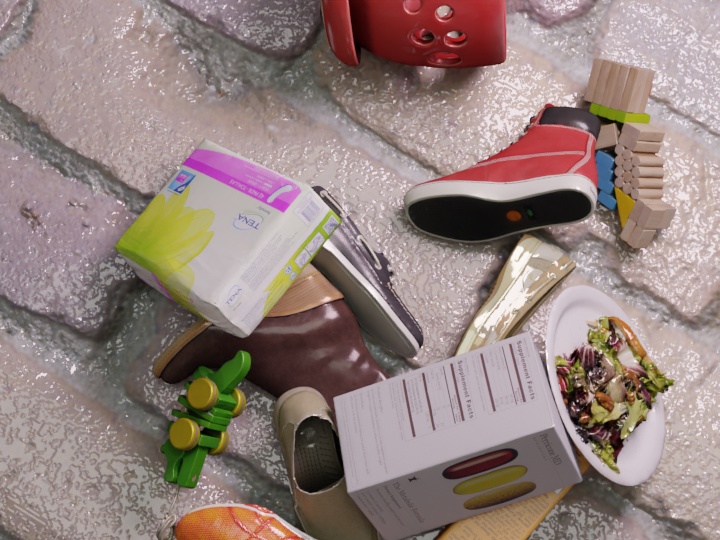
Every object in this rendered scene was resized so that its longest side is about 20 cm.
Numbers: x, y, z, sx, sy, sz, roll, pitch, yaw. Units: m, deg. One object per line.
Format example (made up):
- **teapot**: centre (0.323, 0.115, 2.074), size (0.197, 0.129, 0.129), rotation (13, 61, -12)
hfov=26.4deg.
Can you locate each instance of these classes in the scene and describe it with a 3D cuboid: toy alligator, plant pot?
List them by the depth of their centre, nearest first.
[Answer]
- **toy alligator**: centre (-0.166, 0.162, 1.473), size (0.054, 0.059, 0.200), rotation (26, 92, 34)
- **plant pot**: centre (0.053, -0.302, 1.546), size (0.182, 0.200, 0.201), rotation (-3, 78, 6)

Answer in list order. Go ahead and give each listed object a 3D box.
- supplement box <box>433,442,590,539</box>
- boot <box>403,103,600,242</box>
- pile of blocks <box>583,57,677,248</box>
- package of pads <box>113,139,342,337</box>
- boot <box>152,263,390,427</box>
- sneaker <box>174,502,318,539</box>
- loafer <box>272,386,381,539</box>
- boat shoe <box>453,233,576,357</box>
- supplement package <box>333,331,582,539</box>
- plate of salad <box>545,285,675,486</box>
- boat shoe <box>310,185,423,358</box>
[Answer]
- **supplement box**: centre (0.146, 0.227, 1.495), size (0.069, 0.067, 0.200), rotation (40, 79, 7)
- **boot**: centre (0.146, -0.107, 1.573), size (0.199, 0.072, 0.145), rotation (-6, 47, 19)
- **pile of blocks**: centre (0.279, -0.121, 1.588), size (0.062, 0.082, 0.201), rotation (-2, 85, -46)
- **package of pads**: centre (-0.135, -0.032, 1.488), size (0.200, 0.068, 0.155), rotation (25, 72, 48)
- **boot**: centre (-0.086, 0.102, 1.512), size (0.200, 0.072, 0.167), rotation (-33, 86, -2)
- **sneaker**: centre (-0.082, 0.277, 1.440), size (0.199, 0.077, 0.073), rotation (20, 119, 6)
- **loafer**: centre (-0.034, 0.212, 1.472), size (0.075, 0.068, 0.200), rotation (-22, 97, -4)
- **boat shoe**: centre (0.144, 0.059, 1.531), size (0.063, 0.073, 0.201), rotation (28, 71, 9)
- **supplement package**: centre (0.091, 0.158, 1.441), size (0.200, 0.114, 0.110), rotation (-20, 50, 11)
- **plate of salad**: centre (0.245, 0.107, 1.476), size (0.048, 0.200, 0.201), rotation (-22, 75, 37)
- **boat shoe**: centre (0.000, 0.000, 1.539), size (0.200, 0.074, 0.060), rotation (46, 63, 7)
